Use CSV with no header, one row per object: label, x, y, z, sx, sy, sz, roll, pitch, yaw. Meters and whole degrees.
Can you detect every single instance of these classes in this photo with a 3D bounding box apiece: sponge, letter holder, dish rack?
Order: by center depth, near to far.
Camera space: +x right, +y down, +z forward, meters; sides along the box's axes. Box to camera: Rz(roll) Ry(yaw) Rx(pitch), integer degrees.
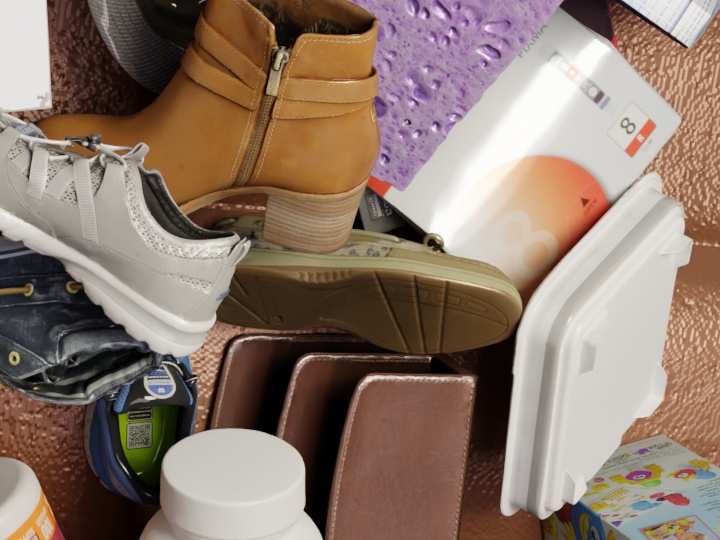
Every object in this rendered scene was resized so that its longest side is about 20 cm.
sponge,0.030,-0.137,1.170,0.111,0.030,0.200,29,130,-14
letter holder,-0.020,0.147,1.348,0.141,0.101,0.201,2,103,-21
dish rack,0.152,0.055,1.353,0.172,0.043,0.201,-44,150,-38

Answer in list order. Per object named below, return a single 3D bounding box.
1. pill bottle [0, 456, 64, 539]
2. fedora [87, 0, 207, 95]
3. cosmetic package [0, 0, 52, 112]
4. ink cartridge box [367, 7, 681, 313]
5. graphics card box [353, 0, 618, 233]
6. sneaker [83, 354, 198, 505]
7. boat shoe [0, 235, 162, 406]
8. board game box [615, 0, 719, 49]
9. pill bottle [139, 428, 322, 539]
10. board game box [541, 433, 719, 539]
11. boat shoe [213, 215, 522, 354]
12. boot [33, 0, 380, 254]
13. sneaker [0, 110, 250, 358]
pill bottle,-0.208,0.222,1.278,0.114,0.114,0.201,-27,112,-15
fedora,-0.079,-0.200,1.236,0.176,0.090,0.201,5,109,-23
cosmetic package,-0.207,-0.192,1.190,0.050,0.083,0.201,-7,105,-22
ink cartridge box,0.079,-0.092,1.299,0.200,0.050,0.162,40,87,-32
graphics card box,0.067,-0.113,1.345,0.199,0.051,0.126,-20,111,-16
sneaker,-0.126,0.045,1.281,0.078,0.089,0.201,-10,105,-21
boat shoe,-0.207,0.034,1.206,0.199,0.091,0.071,-15,146,8
board game box,0.143,-0.196,1.249,0.199,0.200,0.062,31,101,-15
pill bottle,-0.077,0.199,1.269,0.112,0.112,0.201,-8,118,-21
board game box,0.208,0.195,1.400,0.104,0.200,0.104,-14,108,-19
boat shoe,0.000,0.000,1.285,0.199,0.063,0.073,8,138,9
boot,-0.086,-0.091,1.162,0.199,0.077,0.156,16,135,7
sneaker,-0.145,-0.045,1.146,0.200,0.075,0.082,37,107,-4
